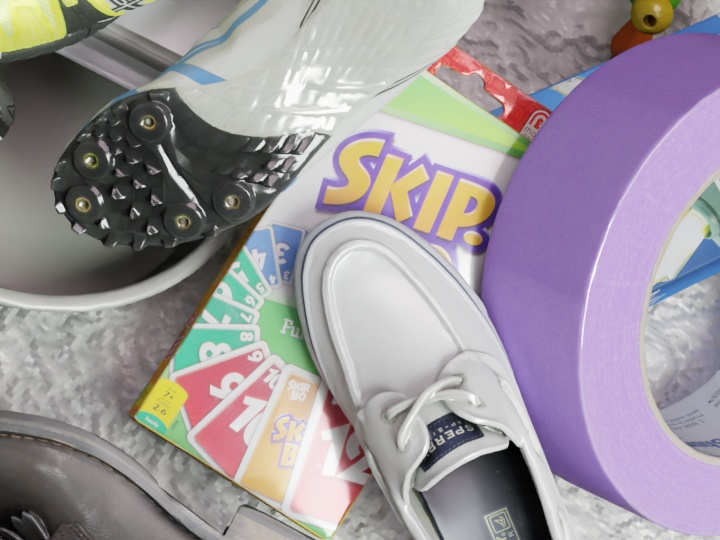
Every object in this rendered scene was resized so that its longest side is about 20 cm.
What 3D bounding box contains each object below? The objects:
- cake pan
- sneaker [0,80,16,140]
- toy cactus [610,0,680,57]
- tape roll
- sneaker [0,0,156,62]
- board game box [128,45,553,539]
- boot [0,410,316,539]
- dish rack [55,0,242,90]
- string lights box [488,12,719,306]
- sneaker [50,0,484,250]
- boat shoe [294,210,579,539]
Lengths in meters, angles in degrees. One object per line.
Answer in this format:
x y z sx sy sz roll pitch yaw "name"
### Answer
-0.137 -0.070 1.133 0.200 0.037 0.200 10 64 -20 "cake pan"
-0.223 -0.044 1.034 0.200 0.078 0.085 -8 75 12 "sneaker"
0.133 -0.186 1.290 0.200 0.102 0.165 -26 61 -29 "toy cactus"
0.145 0.005 1.144 0.200 0.066 0.200 -14 113 -35 "tape roll"
-0.086 -0.139 1.064 0.200 0.076 0.075 -24 89 -19 "sneaker"
0.000 0.000 1.118 0.095 0.030 0.200 33 82 -10 "board game box"
-0.108 0.156 1.024 0.200 0.069 0.174 22 73 7 "boot"
-0.049 -0.163 1.144 0.172 0.044 0.200 27 72 -12 "dish rack"
0.114 -0.036 1.216 0.200 0.059 0.103 -25 81 -30 "string lights box"
-0.033 -0.076 1.084 0.200 0.072 0.072 -34 105 9 "sneaker"
0.038 0.065 1.071 0.074 0.065 0.200 -32 89 0 "boat shoe"
